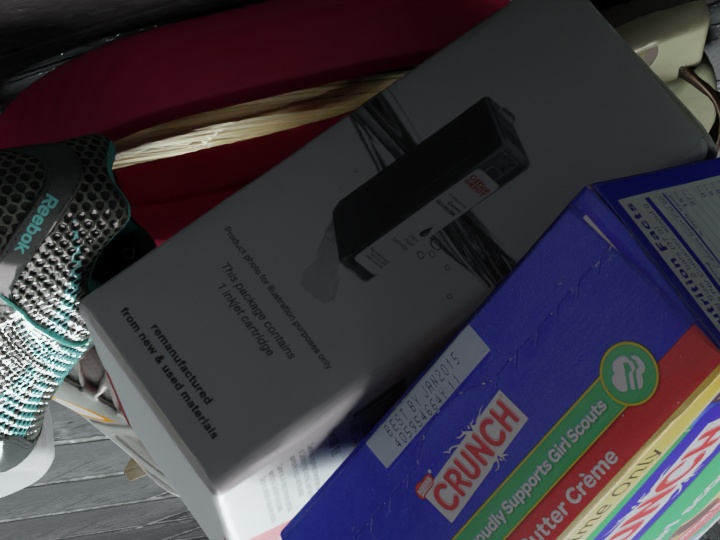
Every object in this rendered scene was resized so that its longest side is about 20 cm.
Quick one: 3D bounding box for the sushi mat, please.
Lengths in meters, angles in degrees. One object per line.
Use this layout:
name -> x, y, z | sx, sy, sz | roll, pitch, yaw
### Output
sushi mat -> -0.022, -0.059, 1.105 | 0.199, 0.012, 0.096 | -9, 169, -33

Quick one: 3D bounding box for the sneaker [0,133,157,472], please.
sneaker -> -0.111, 0.014, 0.957 | 0.091, 0.078, 0.200 | -15, 160, -8

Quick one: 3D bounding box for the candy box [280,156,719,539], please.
candy box -> 0.091, 0.043, 0.935 | 0.169, 0.077, 0.200 | -49, 161, 29

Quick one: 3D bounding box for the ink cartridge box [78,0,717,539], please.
ink cartridge box -> 0.015, 0.006, 0.963 | 0.200, 0.084, 0.144 | -34, 164, -9

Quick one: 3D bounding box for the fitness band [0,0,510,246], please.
fitness band -> -0.036, -0.054, 1.000 | 0.199, 0.038, 0.144 | -15, 161, -13

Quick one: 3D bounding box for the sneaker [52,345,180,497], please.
sneaker -> -0.105, 0.032, 1.077 | 0.200, 0.076, 0.092 | 32, -166, 38

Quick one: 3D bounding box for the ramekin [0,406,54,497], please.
ramekin -> -0.231, 0.063, 1.240 | 0.199, 0.098, 0.200 | -14, 170, -2

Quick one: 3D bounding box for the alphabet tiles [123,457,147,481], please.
alphabet tiles -> 0.000, 0.000, 1.155 | 0.167, 0.008, 0.200 | -25, -159, 32

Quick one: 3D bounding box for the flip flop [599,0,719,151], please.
flip flop -> 0.117, -0.062, 1.134 | 0.081, 0.058, 0.200 | -28, 168, -2
